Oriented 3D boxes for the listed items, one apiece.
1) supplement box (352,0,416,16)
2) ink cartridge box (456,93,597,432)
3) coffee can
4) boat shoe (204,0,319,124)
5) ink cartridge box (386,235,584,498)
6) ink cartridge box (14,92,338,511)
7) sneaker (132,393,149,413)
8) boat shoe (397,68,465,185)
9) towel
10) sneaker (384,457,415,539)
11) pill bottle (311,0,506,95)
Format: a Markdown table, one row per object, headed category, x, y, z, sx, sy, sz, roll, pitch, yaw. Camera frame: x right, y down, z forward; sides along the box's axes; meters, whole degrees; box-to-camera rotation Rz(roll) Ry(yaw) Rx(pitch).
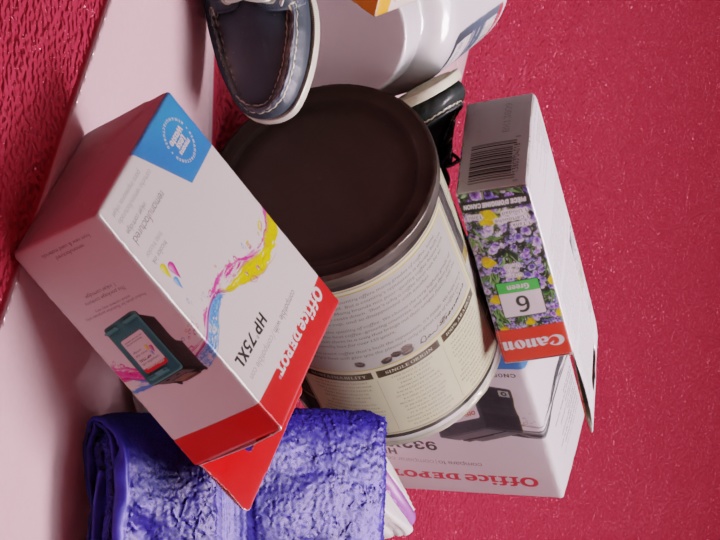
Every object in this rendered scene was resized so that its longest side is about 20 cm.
| category | x | y | z | sx | sy | sz | roll | pitch | yaw |
| --- | --- | --- | --- | --- | --- | --- | --- | --- | --- |
| supplement box | 0.039 | -0.245 | 1.757 | 0.200 | 0.126 | 0.074 | -26 | 144 | -43 |
| ink cartridge box | 0.110 | -0.001 | 1.803 | 0.109 | 0.050 | 0.201 | -80 | 158 | -54 |
| coffee can | 0.000 | 0.000 | 1.759 | 0.200 | 0.146 | 0.147 | 66 | 32 | -53 |
| boat shoe | -0.065 | -0.189 | 1.657 | 0.062 | 0.075 | 0.201 | 1 | 90 | -73 |
| ink cartridge box | 0.067 | 0.069 | 1.968 | 0.200 | 0.144 | 0.084 | 71 | 28 | -47 |
| ink cartridge box | -0.085 | 0.019 | 1.506 | 0.200 | 0.067 | 0.116 | 50 | 37 | -22 |
| sneaker | -0.087 | 0.085 | 1.652 | 0.099 | 0.070 | 0.201 | -108 | 174 | -69 |
| boat shoe | 0.032 | -0.077 | 1.829 | 0.074 | 0.199 | 0.066 | -28 | 88 | -25 |
| towel | -0.067 | 0.153 | 1.572 | 0.199 | 0.049 | 0.148 | 0 | 96 | -38 |
| sneaker | -0.019 | 0.156 | 1.764 | 0.075 | 0.099 | 0.200 | 62 | -4 | 13 |
| pill bottle | 0.018 | -0.180 | 1.838 | 0.200 | 0.119 | 0.120 | -42 | 131 | -65 |
